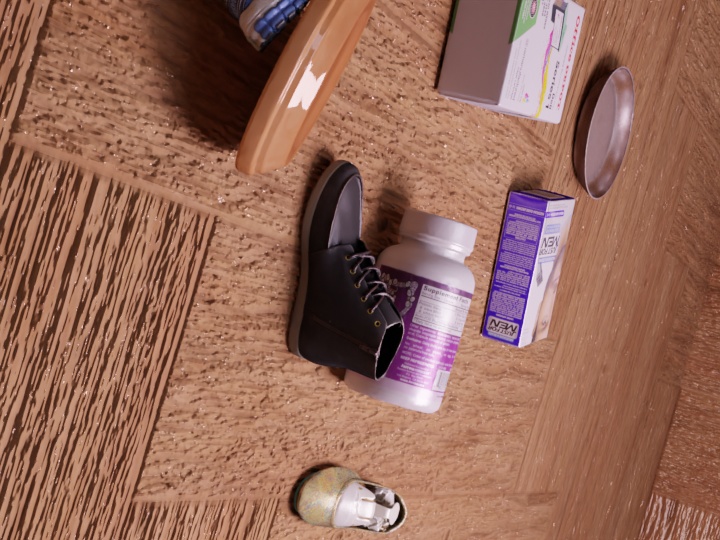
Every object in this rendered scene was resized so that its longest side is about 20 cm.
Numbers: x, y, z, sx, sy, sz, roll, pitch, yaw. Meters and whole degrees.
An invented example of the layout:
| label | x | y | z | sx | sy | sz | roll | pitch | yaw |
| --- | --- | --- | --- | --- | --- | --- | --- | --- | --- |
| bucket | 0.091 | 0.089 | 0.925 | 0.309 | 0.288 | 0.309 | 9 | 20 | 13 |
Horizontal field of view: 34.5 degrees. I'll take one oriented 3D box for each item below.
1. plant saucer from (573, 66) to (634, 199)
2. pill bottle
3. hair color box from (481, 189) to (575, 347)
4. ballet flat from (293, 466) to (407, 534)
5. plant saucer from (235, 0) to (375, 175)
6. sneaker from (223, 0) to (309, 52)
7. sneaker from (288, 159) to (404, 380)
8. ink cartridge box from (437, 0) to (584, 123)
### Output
| label | x | y | z | sx | sy | sz | roll | pitch | yaw |
| --- | --- | --- | --- | --- | --- | --- | --- | --- | --- |
| plant saucer | 0.367 | -0.210 | 1.760 | 0.200 | 0.032 | 0.203 | -36 | 135 | -48 |
| pill bottle | 0.059 | 0.041 | 1.246 | 0.112 | 0.111 | 0.203 | 18 | 88 | -62 |
| hair color box | 0.230 | -0.005 | 1.584 | 0.109 | 0.064 | 0.203 | -10 | 114 | -60 |
| ballet flat | -0.002 | 0.261 | 1.295 | 0.200 | 0.070 | 0.072 | 31 | 77 | -61 |
| plant saucer | -0.039 | -0.162 | 0.940 | 0.202 | 0.037 | 0.200 | -61 | -179 | 2 |
| sneaker | -0.063 | -0.256 | 0.908 | 0.085 | 0.077 | 0.201 | 42 | 35 | -15 |
| sneaker | 0.000 | 0.000 | 1.122 | 0.074 | 0.105 | 0.203 | -15 | 117 | -58 |
| ink cartridge box | 0.178 | -0.256 | 1.338 | 0.199 | 0.083 | 0.147 | -1 | 105 | -61 |
